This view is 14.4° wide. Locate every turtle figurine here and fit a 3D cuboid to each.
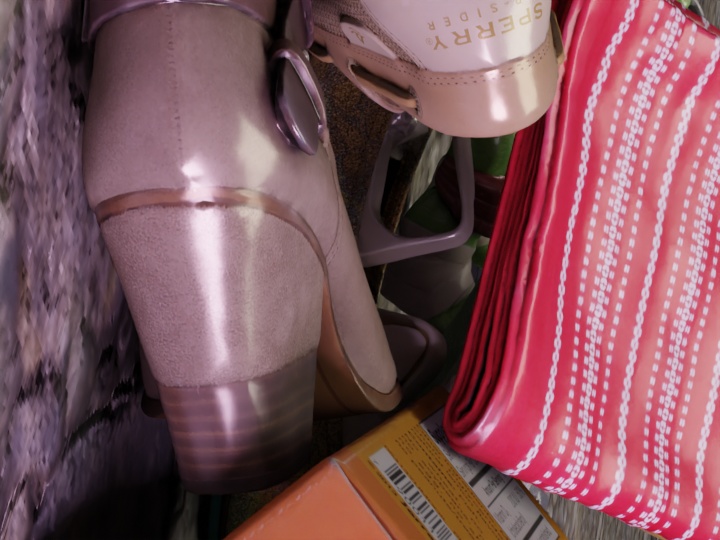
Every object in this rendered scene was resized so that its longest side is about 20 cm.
[{"bbox_3d":[0.096,-0.064,1.062,0.195,0.199,0.144,-64,-149,29],"label":"turtle figurine"}]

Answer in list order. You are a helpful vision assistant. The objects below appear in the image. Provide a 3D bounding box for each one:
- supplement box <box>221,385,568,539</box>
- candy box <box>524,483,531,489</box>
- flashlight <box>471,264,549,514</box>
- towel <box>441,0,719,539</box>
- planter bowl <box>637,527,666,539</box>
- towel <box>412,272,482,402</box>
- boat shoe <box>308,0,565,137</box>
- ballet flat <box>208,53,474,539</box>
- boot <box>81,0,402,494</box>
[{"bbox_3d":[0.004,0.080,0.725,0.066,0.069,0.200,-39,174,8],"label":"supplement box"},{"bbox_3d":[0.035,0.090,1.032,0.201,0.026,0.102,-59,170,-3],"label":"candy box"},{"bbox_3d":[0.061,0.035,1.236,0.068,0.068,0.201,131,-25,-58],"label":"flashlight"},{"bbox_3d":[0.101,0.005,0.818,0.199,0.022,0.146,24,77,-48],"label":"towel"},{"bbox_3d":[0.157,0.001,0.993,0.084,0.199,0.201,-111,-167,-46],"label":"planter bowl"},{"bbox_3d":[0.013,0.068,0.937,0.153,0.023,0.200,-58,-177,19],"label":"towel"},{"bbox_3d":[0.011,-0.073,0.763,0.200,0.071,0.065,-119,-168,-78],"label":"boat shoe"},{"bbox_3d":[0.000,0.000,0.881,0.071,0.070,0.202,58,41,-74],"label":"ballet flat"},{"bbox_3d":[-0.030,-0.031,0.718,0.200,0.070,0.147,-89,173,-82],"label":"boot"}]
